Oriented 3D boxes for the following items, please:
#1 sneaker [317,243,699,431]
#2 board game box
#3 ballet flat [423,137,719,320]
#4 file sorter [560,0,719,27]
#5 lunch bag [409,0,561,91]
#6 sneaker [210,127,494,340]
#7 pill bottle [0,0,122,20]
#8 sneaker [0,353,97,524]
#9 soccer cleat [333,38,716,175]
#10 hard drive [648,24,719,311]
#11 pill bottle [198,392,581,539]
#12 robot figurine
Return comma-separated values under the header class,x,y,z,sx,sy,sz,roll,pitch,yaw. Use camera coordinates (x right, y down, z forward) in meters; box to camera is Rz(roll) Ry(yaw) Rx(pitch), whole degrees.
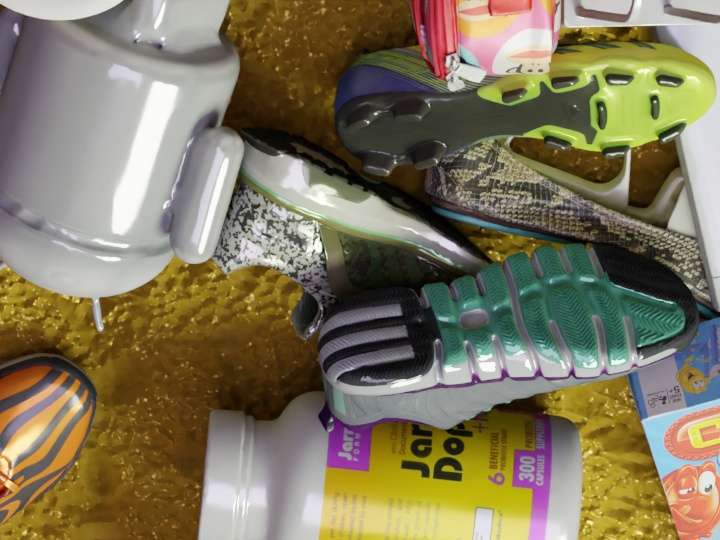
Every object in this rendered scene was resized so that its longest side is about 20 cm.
class,x,y,z,sx,sy,sz,roll,pitch,yaw
sneaker,0.073,0.041,1.563,0.199,0.075,0.088,-5,150,-9
board game box,0.258,0.095,1.612,0.199,0.056,0.196,-16,135,7
ballet flat,0.134,-0.033,1.594,0.199,0.068,0.076,22,96,-7
file sorter,0.206,-0.187,1.454,0.199,0.125,0.140,-2,97,-12
lunch bag,0.060,-0.195,1.459,0.081,0.176,0.201,-4,112,-2
sneaker,0.000,0.000,1.579,0.199,0.077,0.089,29,100,-28
pill bottle,-0.137,-0.198,1.444,0.104,0.200,0.105,0,113,0
sneaker,-0.219,0.136,1.636,0.078,0.112,0.200,41,108,-16
soccer cleat,0.082,-0.099,1.541,0.199,0.084,0.065,-6,134,15
hard drive,0.224,-0.092,1.553,0.131,0.027,0.201,-14,99,-2
pill bottle,0.015,0.122,1.626,0.199,0.104,0.105,6,113,-3
robot figurine,-0.131,-0.071,1.546,0.169,0.113,0.201,35,116,29
